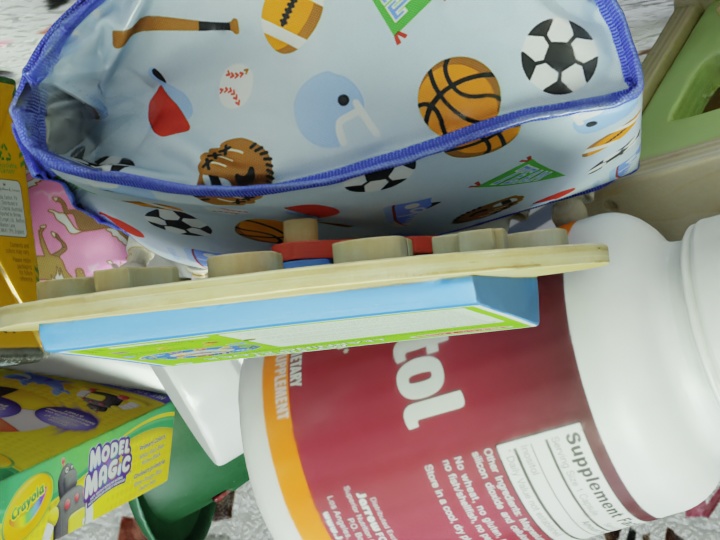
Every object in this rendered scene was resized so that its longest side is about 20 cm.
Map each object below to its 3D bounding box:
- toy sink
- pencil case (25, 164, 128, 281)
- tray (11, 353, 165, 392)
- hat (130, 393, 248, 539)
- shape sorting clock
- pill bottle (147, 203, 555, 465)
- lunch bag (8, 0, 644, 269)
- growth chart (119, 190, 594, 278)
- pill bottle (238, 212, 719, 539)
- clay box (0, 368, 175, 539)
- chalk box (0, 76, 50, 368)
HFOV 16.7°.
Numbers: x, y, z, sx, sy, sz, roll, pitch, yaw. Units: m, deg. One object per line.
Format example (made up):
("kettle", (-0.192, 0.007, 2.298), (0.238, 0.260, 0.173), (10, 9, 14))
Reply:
("toy sink", (0.188, -0.067, 0.983), (0.130, 0.112, 0.200), (-15, -150, 45))
("pencil case", (-0.145, -0.027, 1.128), (0.199, 0.083, 0.086), (-11, 179, 12))
("tray", (-0.090, 0.011, 1.205), (0.199, 0.108, 0.022), (10, 144, -11))
("hat", (-0.019, 0.049, 1.277), (0.175, 0.166, 0.201), (-5, -145, 13))
("shape sorting clock", (-0.019, 0.003, 0.797), (0.198, 0.040, 0.200), (-6, 174, -1))
("pill bottle", (0.000, -0.009, 1.038), (0.199, 0.120, 0.120), (-32, 175, -8))
("lunch bag", (-0.011, -0.067, 0.850), (0.199, 0.125, 0.170), (-19, 169, 5))
("growth chart", (0.005, -0.055, 0.975), (0.198, 0.145, 0.018), (-7, 137, 9))
("pill bottle", (0.064, 0.045, 0.909), (0.199, 0.114, 0.113), (-18, 169, 21))
("clay box", (-0.178, 0.086, 1.112), (0.114, 0.048, 0.200), (12, -168, 19))
("chalk box", (-0.249, -0.007, 1.024), (0.199, 0.125, 0.125), (-11, 172, 27))
